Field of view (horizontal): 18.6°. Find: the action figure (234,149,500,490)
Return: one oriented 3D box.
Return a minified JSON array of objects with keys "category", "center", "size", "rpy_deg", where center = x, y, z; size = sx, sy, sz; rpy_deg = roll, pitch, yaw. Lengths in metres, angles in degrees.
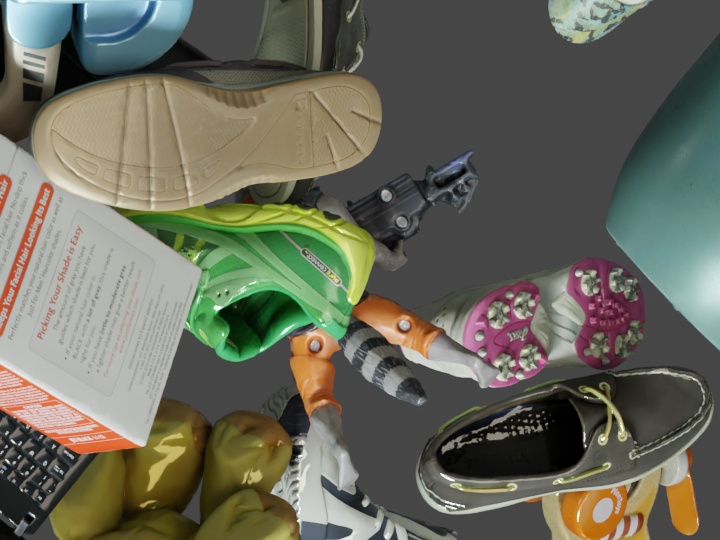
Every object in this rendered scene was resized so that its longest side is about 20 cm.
[{"category":"action figure","center":[0.000,0.000,1.302],"size":[0.200,0.105,0.194],"rpy_deg":[-38,75,-1]}]

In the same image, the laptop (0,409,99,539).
[{"category":"laptop","center":[-0.204,0.087,1.163],"size":[0.200,0.103,0.177],"rpy_deg":[-51,120,-8]}]

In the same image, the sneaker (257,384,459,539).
[{"category":"sneaker","center":[0.002,0.156,1.400],"size":[0.129,0.079,0.201],"rpy_deg":[-14,107,-28]}]

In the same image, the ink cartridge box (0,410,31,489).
[{"category":"ink cartridge box","center":[-0.272,0.089,1.237],"size":[0.144,0.084,0.201],"rpy_deg":[24,93,-31]}]

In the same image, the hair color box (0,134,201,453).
[{"category":"hair color box","center":[-0.186,0.003,1.145],"size":[0.200,0.064,0.112],"rpy_deg":[36,59,-35]}]

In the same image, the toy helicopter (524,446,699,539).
[{"category":"toy helicopter","center":[0.184,0.168,1.508],"size":[0.132,0.079,0.201],"rpy_deg":[-37,129,-22]}]

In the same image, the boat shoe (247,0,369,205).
[{"category":"boat shoe","center":[-0.022,-0.132,1.283],"size":[0.067,0.072,0.201],"rpy_deg":[15,80,-35]}]

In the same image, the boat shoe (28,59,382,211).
[{"category":"boat shoe","center":[-0.087,-0.076,1.173],"size":[0.199,0.065,0.072],"rpy_deg":[-10,106,-27]}]

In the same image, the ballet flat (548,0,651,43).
[{"category":"ballet flat","center":[0.193,-0.226,1.382],"size":[0.074,0.074,0.201],"rpy_deg":[36,88,-30]}]

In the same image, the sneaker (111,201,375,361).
[{"category":"sneaker","center":[-0.088,0.007,1.247],"size":[0.074,0.199,0.084],"rpy_deg":[34,60,-53]}]

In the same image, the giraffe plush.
[{"category":"giraffe plush","center":[-0.114,0.199,1.318],"size":[0.171,0.201,0.163],"rpy_deg":[5,137,11]}]

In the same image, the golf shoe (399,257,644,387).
[{"category":"golf shoe","center":[0.106,0.031,1.420],"size":[0.199,0.091,0.076],"rpy_deg":[-4,93,-48]}]

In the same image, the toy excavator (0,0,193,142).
[{"category":"toy excavator","center":[-0.160,-0.132,1.161],"size":[0.193,0.100,0.201],"rpy_deg":[-5,123,-16]}]

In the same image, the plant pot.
[{"category":"plant pot","center":[0.255,-0.038,1.403],"size":[0.161,0.201,0.200],"rpy_deg":[-45,120,9]}]

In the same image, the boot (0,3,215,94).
[{"category":"boot","center":[-0.139,-0.151,1.238],"size":[0.200,0.066,0.165],"rpy_deg":[38,98,-25]}]

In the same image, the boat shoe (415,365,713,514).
[{"category":"boat shoe","center":[0.134,0.104,1.391],"size":[0.200,0.061,0.072],"rpy_deg":[-17,74,-7]}]
